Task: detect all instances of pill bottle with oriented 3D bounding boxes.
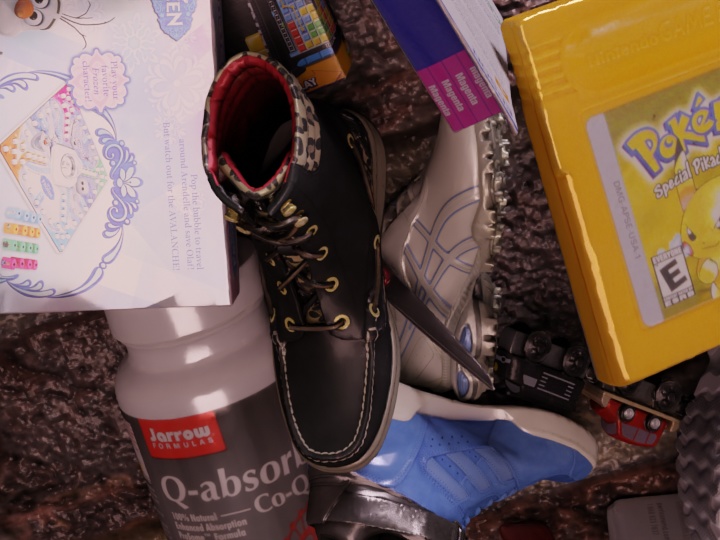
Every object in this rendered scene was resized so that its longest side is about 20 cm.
[{"bbox_3d":[-0.077,0.090,1.169,0.115,0.116,0.201,-15,110,9],"label":"pill bottle"}]

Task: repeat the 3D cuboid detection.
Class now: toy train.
[{"bbox_3d":[0.161,0.080,1.171,0.199,0.034,0.046,21,93,-25],"label":"toy train"}]

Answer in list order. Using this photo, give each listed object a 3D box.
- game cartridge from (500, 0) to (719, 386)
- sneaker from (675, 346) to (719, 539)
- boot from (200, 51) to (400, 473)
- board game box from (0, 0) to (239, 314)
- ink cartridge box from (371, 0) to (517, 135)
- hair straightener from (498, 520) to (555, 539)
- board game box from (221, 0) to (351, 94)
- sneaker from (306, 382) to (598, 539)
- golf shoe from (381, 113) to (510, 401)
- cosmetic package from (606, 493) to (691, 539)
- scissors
[{"bbox_3d":[0.178,-0.062,1.058,0.175,0.032,0.201,-21,104,-19],"label":"game cartridge"},{"bbox_3d":[0.235,0.074,1.133,0.081,0.075,0.201,9,97,-13],"label":"sneaker"},{"bbox_3d":[-0.035,-0.004,1.044,0.073,0.154,0.205,-4,77,17],"label":"boot"},{"bbox_3d":[-0.169,-0.078,1.060,0.198,0.043,0.201,-2,100,5],"label":"board game box"},{"bbox_3d":[0.011,-0.170,1.008,0.043,0.200,0.197,-29,109,14],"label":"ink cartridge box"},{"bbox_3d":[0.122,0.235,1.184,0.041,0.200,0.077,1,119,-22],"label":"hair straightener"},{"bbox_3d":[-0.127,-0.149,1.101,0.199,0.057,0.166,-22,112,11],"label":"board game box"},{"bbox_3d":[0.052,0.131,1.155,0.199,0.112,0.077,15,161,-35],"label":"sneaker"},{"bbox_3d":[0.036,-0.020,1.143,0.097,0.078,0.201,6,113,6],"label":"golf shoe"},{"bbox_3d":[0.243,0.256,1.200,0.165,0.168,0.201,-6,112,4],"label":"cosmetic package"},{"bbox_3d":[0.000,0.000,1.126,0.073,0.014,0.201,-34,74,13],"label":"scissors"}]
